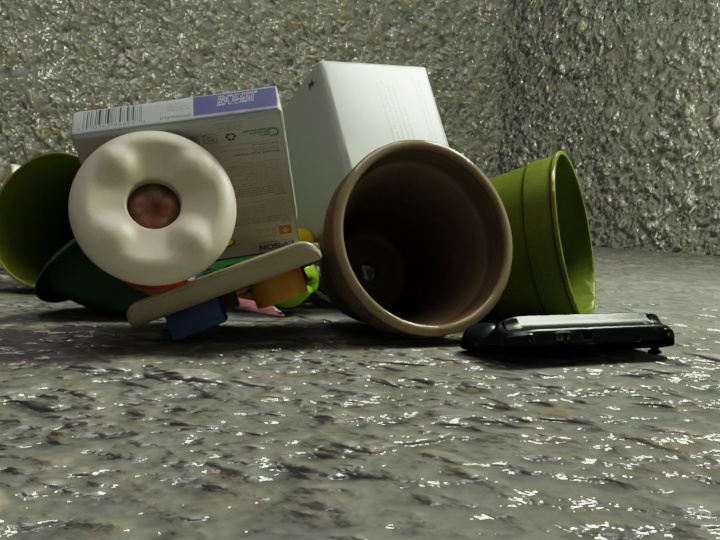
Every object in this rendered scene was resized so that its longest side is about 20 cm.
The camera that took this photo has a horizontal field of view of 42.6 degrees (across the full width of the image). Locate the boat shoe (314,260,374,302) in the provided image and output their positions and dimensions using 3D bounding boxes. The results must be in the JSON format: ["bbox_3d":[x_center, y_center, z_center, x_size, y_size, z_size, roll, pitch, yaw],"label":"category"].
[{"bbox_3d":[0.000,0.000,1.245,0.062,0.073,0.199,-39,-23,28],"label":"boat shoe"}]

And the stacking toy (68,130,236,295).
[{"bbox_3d":[-0.199,-0.026,0.884,0.144,0.148,0.200,1,-22,-14],"label":"stacking toy"}]

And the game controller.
[{"bbox_3d":[0.194,0.064,0.867,0.198,0.043,0.104,0,-10,-25],"label":"game controller"}]

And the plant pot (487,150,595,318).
[{"bbox_3d":[0.168,-0.025,1.121,0.191,0.203,0.200,-9,-1,24],"label":"plant pot"}]

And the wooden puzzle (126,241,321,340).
[{"bbox_3d":[-0.122,0.022,0.915,0.183,0.047,0.200,-20,0,-1],"label":"wooden puzzle"}]

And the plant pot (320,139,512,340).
[{"bbox_3d":[0.036,-0.014,0.985,0.198,0.203,0.174,0,-14,-22],"label":"plant pot"}]

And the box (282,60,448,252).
[{"bbox_3d":[-0.002,-0.140,1.236,0.170,0.201,0.200,-4,-20,-32],"label":"box"}]

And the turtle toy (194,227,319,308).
[{"bbox_3d":[-0.129,-0.007,1.152,0.145,0.103,0.199,5,-2,-44],"label":"turtle toy"}]

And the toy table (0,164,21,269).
[{"bbox_3d":[-0.605,-0.075,1.572,0.116,0.186,0.199,-18,-2,44],"label":"toy table"}]

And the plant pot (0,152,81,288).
[{"bbox_3d":[-0.397,-0.050,1.342,0.185,0.190,0.200,3,-10,14],"label":"plant pot"}]

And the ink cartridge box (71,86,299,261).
[{"bbox_3d":[-0.165,-0.086,0.925,0.194,0.044,0.201,-8,-37,-4],"label":"ink cartridge box"}]

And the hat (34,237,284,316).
[{"bbox_3d":[-0.238,0.044,1.031,0.200,0.177,0.165,-40,-13,22],"label":"hat"}]
